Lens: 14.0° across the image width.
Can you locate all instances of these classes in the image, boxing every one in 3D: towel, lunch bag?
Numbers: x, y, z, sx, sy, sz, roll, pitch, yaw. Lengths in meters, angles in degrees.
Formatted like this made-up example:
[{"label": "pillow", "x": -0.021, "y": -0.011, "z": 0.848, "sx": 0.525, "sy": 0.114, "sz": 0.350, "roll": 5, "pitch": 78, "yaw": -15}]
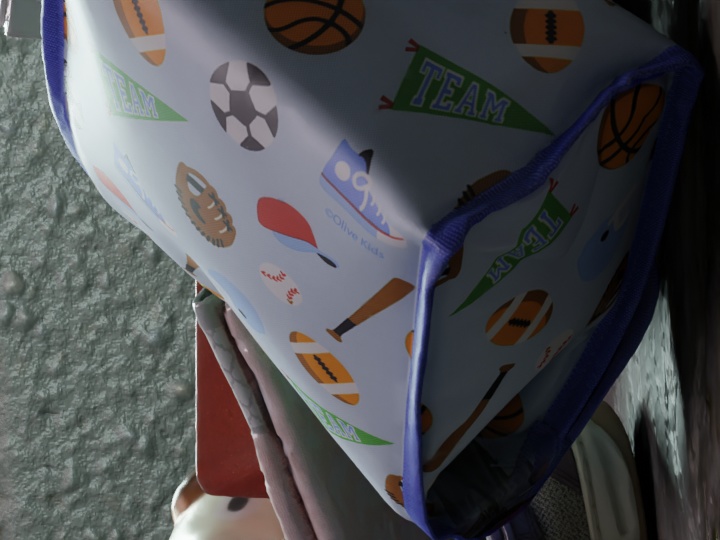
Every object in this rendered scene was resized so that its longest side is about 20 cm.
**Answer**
[{"label": "towel", "x": 0.004, "y": 0.050, "z": 1.184, "sx": 0.192, "sy": 0.032, "sz": 0.200, "roll": 70, "pitch": -154, "yaw": -20}, {"label": "lunch bag", "x": -0.001, "y": -0.030, "z": 0.845, "sx": 0.170, "sy": 0.124, "sz": 0.200, "roll": 44, "pitch": 153, "yaw": 24}]

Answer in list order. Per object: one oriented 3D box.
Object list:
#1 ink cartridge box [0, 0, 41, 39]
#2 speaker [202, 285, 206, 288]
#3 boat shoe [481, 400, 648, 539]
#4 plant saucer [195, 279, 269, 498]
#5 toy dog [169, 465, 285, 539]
[{"label": "ink cartridge box", "x": -0.046, "y": -0.147, "z": 1.202, "sx": 0.145, "sy": 0.199, "sz": 0.085, "roll": -104, "pitch": 18, "yaw": -70}, {"label": "speaker", "x": 0.007, "y": -0.082, "z": 0.980, "sx": 0.088, "sy": 0.088, "sz": 0.201, "roll": -131, "pitch": 57, "yaw": -85}, {"label": "boat shoe", "x": 0.062, "y": 0.143, "z": 0.921, "sx": 0.072, "sy": 0.064, "sz": 0.201, "roll": 125, "pitch": 140, "yaw": -82}, {"label": "plant saucer", "x": 0.000, "y": 0.000, "z": 1.272, "sx": 0.199, "sy": 0.037, "sz": 0.201, "roll": 10, "pitch": -102, "yaw": -56}, {"label": "toy dog", "x": -0.050, "y": 0.184, "z": 1.321, "sx": 0.194, "sy": 0.139, "sz": 0.201, "roll": -18, "pitch": -48, "yaw": -57}]
